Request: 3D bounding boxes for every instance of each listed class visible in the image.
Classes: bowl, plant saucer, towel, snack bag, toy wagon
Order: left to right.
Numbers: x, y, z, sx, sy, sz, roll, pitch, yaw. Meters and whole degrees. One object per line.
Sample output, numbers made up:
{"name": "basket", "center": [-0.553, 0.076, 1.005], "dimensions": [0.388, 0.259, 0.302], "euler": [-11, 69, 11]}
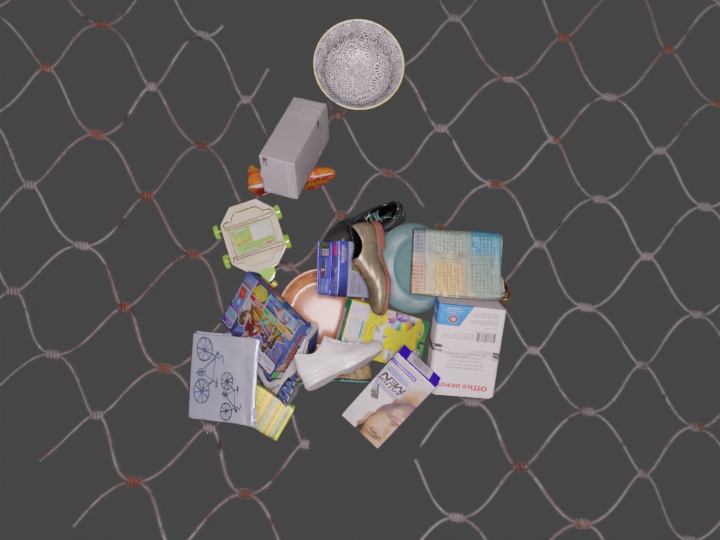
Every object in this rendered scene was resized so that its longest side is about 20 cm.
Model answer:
{"name": "snack bag", "center": [-0.288, 0.225, 1.394], "dimensions": [0.198, 0.021, 0.191], "euler": [-1, 84, 33]}
{"name": "towel", "center": [-0.248, 0.288, 1.454], "dimensions": [0.199, 0.018, 0.087], "euler": [32, 80, 0]}
{"name": "toy wagon", "center": [-0.233, -0.053, 1.463], "dimensions": [0.154, 0.040, 0.202], "euler": [-18, 88, -4]}
{"name": "plant saucer", "center": [-0.086, 0.097, 1.464], "dimensions": [0.198, 0.037, 0.202], "euler": [0, 87, -3]}
{"name": "bowl", "center": [-0.007, -0.445, 1.474], "dimensions": [0.198, 0.094, 0.203], "euler": [0, 86, -4]}
{"name": "plant saucer", "center": [0.126, -0.006, 1.452], "dimensions": [0.198, 0.036, 0.202], "euler": [1, 87, -24]}
{"name": "towel", "center": [0.208, -0.014, 1.424], "dimensions": [0.198, 0.022, 0.148], "euler": [3, 86, -2]}

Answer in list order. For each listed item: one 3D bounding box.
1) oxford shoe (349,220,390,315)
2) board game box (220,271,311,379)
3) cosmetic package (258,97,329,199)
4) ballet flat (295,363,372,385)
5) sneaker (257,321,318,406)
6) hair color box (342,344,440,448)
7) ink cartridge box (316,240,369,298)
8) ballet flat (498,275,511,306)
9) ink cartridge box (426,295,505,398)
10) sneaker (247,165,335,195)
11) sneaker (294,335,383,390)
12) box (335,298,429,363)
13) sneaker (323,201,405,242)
{"name": "oxford shoe", "center": [0.014, -0.003, 1.382], "dimensions": [0.074, 0.070, 0.202], "euler": [-5, 82, -30]}
{"name": "board game box", "center": [-0.202, 0.113, 1.380], "dimensions": [0.200, 0.034, 0.136], "euler": [41, 107, 33]}
{"name": "cosmetic package", "center": [-0.138, -0.262, 1.402], "dimensions": [0.089, 0.107, 0.201], "euler": [12, 55, 9]}
{"name": "ballet flat", "center": [-0.057, 0.209, 1.410], "dimensions": [0.199, 0.070, 0.066], "euler": [6, 80, -44]}
{"name": "sneaker", "center": [-0.172, 0.190, 1.409], "dimensions": [0.114, 0.081, 0.201], "euler": [27, 118, 9]}
{"name": "hair color box", "center": [0.065, 0.270, 1.408], "dimensions": [0.109, 0.065, 0.200], "euler": [41, 112, 6]}
{"name": "ink cartridge box", "center": [0.000, 0.000, 1.433], "dimensions": [0.198, 0.042, 0.121], "euler": [5, 85, -28]}
{"name": "ballet flat", "center": [0.274, -0.004, 1.473], "dimensions": [0.068, 0.072, 0.201], "euler": [-34, 88, -16]}
{"name": "ink cartridge box", "center": [0.225, 0.165, 1.432], "dimensions": [0.144, 0.084, 0.202], "euler": [6, 103, -3]}
{"name": "sneaker", "center": [-0.154, -0.218, 1.464], "dimensions": [0.198, 0.073, 0.078], "euler": [-5, 77, -7]}
{"name": "sneaker", "center": [-0.043, 0.168, 1.350], "dimensions": [0.199, 0.075, 0.089], "euler": [-18, 67, -33]}
{"name": "box", "center": [0.050, 0.141, 1.444], "dimensions": [0.198, 0.048, 0.118], "euler": [18, 87, -19]}
{"name": "sneaker", "center": [0.007, -0.103, 1.458], "dimensions": [0.199, 0.079, 0.076], "euler": [-27, 79, -5]}
